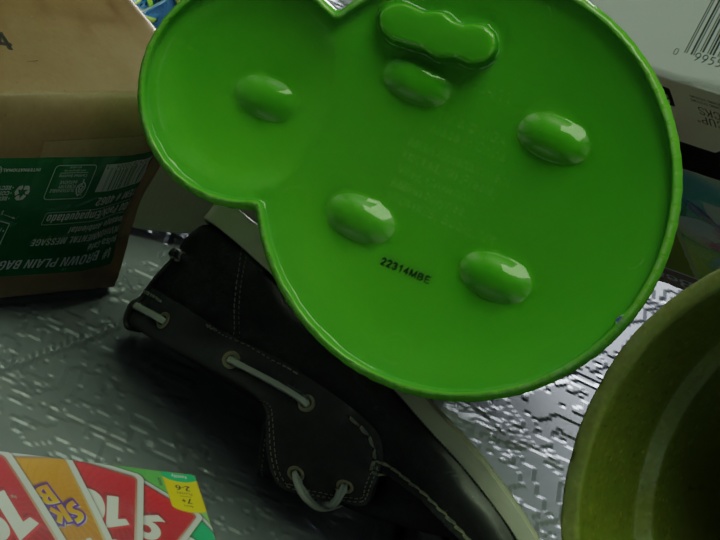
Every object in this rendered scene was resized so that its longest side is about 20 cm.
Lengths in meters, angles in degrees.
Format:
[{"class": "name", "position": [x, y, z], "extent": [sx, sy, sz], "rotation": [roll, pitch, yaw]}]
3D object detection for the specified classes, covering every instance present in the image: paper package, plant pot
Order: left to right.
[{"class": "paper package", "position": [-0.194, -0.080, 0.900], "extent": [0.199, 0.104, 0.191], "rotation": [-5, 46, -44]}, {"class": "plant pot", "position": [0.204, 0.098, 0.889], "extent": [0.200, 0.201, 0.184], "rotation": [46, 18, 27]}]

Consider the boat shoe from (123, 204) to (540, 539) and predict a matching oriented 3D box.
[{"class": "boat shoe", "position": [-0.005, 0.062, 0.894], "extent": [0.200, 0.068, 0.072], "rotation": [44, -8, 17]}]

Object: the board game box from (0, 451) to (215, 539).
[{"class": "board game box", "position": [-0.076, 0.135, 0.752], "extent": [0.095, 0.030, 0.201], "rotation": [10, 38, -28]}]

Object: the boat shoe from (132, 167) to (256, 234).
[{"class": "boat shoe", "position": [-0.027, -0.050, 1.022], "extent": [0.200, 0.070, 0.072], "rotation": [10, 38, -24]}]

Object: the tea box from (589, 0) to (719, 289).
[{"class": "tea box", "position": [0.140, -0.093, 1.020], "extent": [0.199, 0.134, 0.197], "rotation": [21, -20, 30]}]

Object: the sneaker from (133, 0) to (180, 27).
[{"class": "sneaker", "position": [-0.088, -0.141, 1.073], "extent": [0.076, 0.105, 0.200], "rotation": [41, 32, 21]}]

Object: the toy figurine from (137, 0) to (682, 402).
[{"class": "toy figurine", "position": [0.029, -0.034, 0.914], "extent": [0.199, 0.151, 0.184], "rotation": [22, 0, 11]}]
